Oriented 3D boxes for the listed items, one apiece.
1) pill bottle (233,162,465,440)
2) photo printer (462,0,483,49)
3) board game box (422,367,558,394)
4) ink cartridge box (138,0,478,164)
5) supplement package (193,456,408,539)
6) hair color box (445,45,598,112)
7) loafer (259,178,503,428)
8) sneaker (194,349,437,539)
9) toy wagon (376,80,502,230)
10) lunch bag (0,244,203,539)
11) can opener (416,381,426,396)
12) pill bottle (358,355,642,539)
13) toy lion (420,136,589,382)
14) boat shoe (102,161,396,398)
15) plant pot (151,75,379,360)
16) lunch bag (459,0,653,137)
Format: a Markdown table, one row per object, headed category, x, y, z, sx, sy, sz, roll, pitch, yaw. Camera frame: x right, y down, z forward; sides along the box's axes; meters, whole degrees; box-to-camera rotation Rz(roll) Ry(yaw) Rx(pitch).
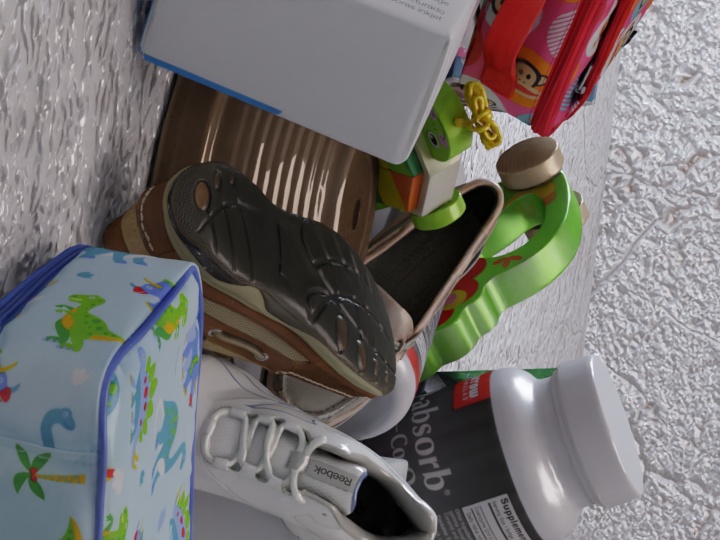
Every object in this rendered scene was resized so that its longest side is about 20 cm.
| category | x | y | z | sx | sy | sz | roll | pitch | yaw |
| --- | --- | --- | --- | --- | --- | --- | --- | --- | --- |
| pill bottle | 0.000 | 0.000 | 1.528 | 0.116 | 0.116 | 0.200 | 89 | 16 | -45 |
| photo printer | 0.091 | -0.238 | 1.483 | 0.166 | 0.069 | 0.200 | 69 | 32 | -68 |
| board game box | 0.056 | 0.110 | 1.696 | 0.105 | 0.200 | 0.023 | -65 | 146 | -49 |
| ink cartridge box | -0.008 | -0.161 | 1.234 | 0.200 | 0.144 | 0.085 | -66 | 178 | -54 |
| supplement package | -0.051 | 0.160 | 1.407 | 0.200 | 0.117 | 0.118 | 10 | 90 | -80 |
| hair color box | 0.095 | -0.146 | 1.666 | 0.200 | 0.100 | 0.061 | -174 | -87 | -82 |
| loafer | 0.014 | 0.014 | 1.401 | 0.200 | 0.072 | 0.063 | -48 | -177 | -33 |
| sneaker | -0.043 | 0.092 | 1.233 | 0.087 | 0.200 | 0.075 | 1 | -112 | 63 |
| toy wagon | 0.011 | -0.096 | 1.367 | 0.200 | 0.040 | 0.155 | 24 | -39 | 61 |
| lunch bag | -0.123 | 0.097 | 1.075 | 0.161 | 0.082 | 0.200 | -55 | 152 | -64 |
| can opener | -0.023 | 0.105 | 1.660 | 0.200 | 0.078 | 0.063 | -54 | 148 | -38 |
| pill bottle | 0.071 | 0.130 | 1.551 | 0.116 | 0.200 | 0.116 | -20 | 90 | -77 |
| toy lion | 0.053 | 0.006 | 1.628 | 0.192 | 0.200 | 0.069 | -85 | 152 | -58 |
| boat shoe | -0.055 | 0.009 | 1.231 | 0.200 | 0.074 | 0.076 | 41 | 40 | -45 |
| plant pot | -0.045 | -0.039 | 1.330 | 0.201 | 0.092 | 0.201 | 9 | 90 | -79 |
| lunch bag | 0.123 | -0.174 | 1.327 | 0.176 | 0.082 | 0.200 | -50 | 168 | -37 |
